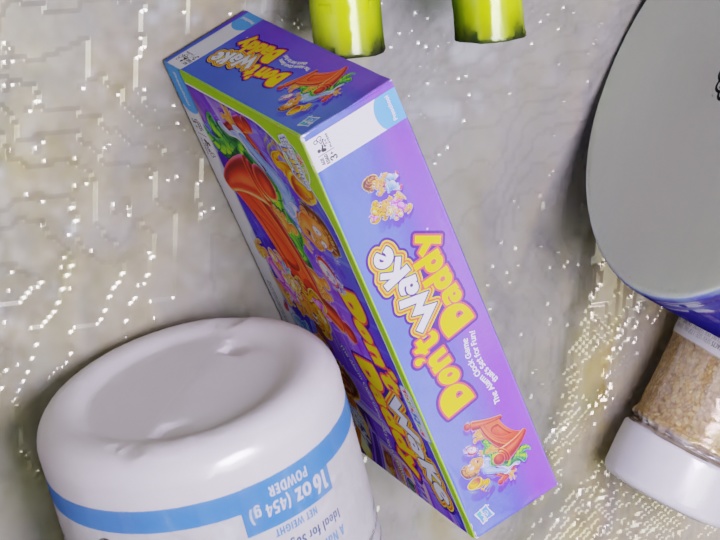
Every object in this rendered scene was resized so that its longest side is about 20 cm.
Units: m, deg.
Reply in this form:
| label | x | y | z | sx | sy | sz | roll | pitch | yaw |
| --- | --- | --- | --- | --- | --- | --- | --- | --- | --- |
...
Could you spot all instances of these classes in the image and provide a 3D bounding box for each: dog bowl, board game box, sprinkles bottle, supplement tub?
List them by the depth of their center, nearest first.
| label | x | y | z | sx | sy | sz | roll | pitch | yaw |
| --- | --- | --- | --- | --- | --- | --- | --- | --- | --- |
| board game box | 0.000 | 0.000 | 1.095 | 0.045 | 0.134 | 0.201 | -32 | 118 | -15 |
| supplement tub | -0.051 | 0.134 | 1.114 | 0.131 | 0.132 | 0.201 | -24 | 116 | -19 |
| dog bowl | 0.190 | -0.065 | 1.136 | 0.079 | 0.200 | 0.201 | 25 | 94 | -30 |
| sprinkles bottle | 0.188 | 0.020 | 1.241 | 0.068 | 0.068 | 0.201 | 24 | 94 | -32 |

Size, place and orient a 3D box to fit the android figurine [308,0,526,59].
| label | x | y | z | sx | sy | sz | roll | pitch | yaw |
| --- | --- | --- | --- | --- | --- | --- | --- | --- | --- |
| android figurine | 0.017 | -0.189 | 1.070 | 0.181 | 0.041 | 0.201 | -5 | 103 | -8 |
